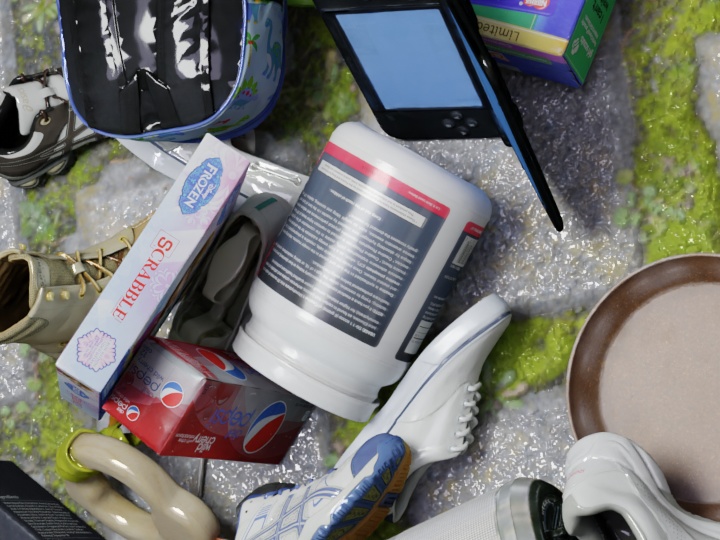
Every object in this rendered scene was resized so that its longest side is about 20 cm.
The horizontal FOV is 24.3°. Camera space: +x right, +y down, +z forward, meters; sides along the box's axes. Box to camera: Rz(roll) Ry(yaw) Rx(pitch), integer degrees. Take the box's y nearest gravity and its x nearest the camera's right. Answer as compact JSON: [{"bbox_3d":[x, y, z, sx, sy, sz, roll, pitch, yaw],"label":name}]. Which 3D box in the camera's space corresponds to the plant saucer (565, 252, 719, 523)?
[{"bbox_3d":[0.250,0.088,1.225,0.199,0.034,0.202,-3,82,23],"label":"plant saucer"}]

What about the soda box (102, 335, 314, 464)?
[{"bbox_3d":[-0.112,0.103,1.294,0.063,0.200,0.070,35,96,24],"label":"soda box"}]

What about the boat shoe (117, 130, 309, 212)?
[{"bbox_3d":[-0.112,-0.102,1.397,0.201,0.075,0.086,29,94,22],"label":"boat shoe"}]

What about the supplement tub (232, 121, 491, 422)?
[{"bbox_3d":[0.000,0.000,1.293,0.140,0.140,0.201,31,94,25],"label":"supplement tub"}]

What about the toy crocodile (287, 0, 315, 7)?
[{"bbox_3d":[-0.079,-0.254,1.417,0.199,0.062,0.068,-1,95,21],"label":"toy crocodile"}]

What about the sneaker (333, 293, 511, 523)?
[{"bbox_3d":[0.063,0.109,1.294,0.071,0.073,0.200,41,109,15],"label":"sneaker"}]

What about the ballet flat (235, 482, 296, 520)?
[{"bbox_3d":[-0.049,0.266,1.323,0.057,0.066,0.201,-29,65,31],"label":"ballet flat"}]

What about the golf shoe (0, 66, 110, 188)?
[{"bbox_3d":[-0.254,-0.147,1.457,0.200,0.094,0.078,-40,67,12],"label":"golf shoe"}]

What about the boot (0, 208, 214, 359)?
[{"bbox_3d":[-0.222,0.000,1.385,0.200,0.155,0.073,-38,69,14],"label":"boot"}]

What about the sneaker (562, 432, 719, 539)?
[{"bbox_3d":[0.212,0.209,1.162,0.200,0.099,0.078,38,128,0],"label":"sneaker"}]

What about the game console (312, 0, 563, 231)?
[{"bbox_3d":[0.056,-0.127,1.240,0.175,0.200,0.117,1,56,25],"label":"game console"}]

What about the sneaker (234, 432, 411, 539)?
[{"bbox_3d":[-0.049,0.187,1.262,0.200,0.075,0.088,-48,61,5],"label":"sneaker"}]

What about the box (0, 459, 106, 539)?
[{"bbox_3d":[-0.296,0.270,1.405,0.200,0.104,0.148,35,97,25],"label":"box"}]

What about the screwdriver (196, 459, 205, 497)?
[{"bbox_3d":[-0.128,0.090,1.399,0.028,0.029,0.201,4,83,25],"label":"screwdriver"}]

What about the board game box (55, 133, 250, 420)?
[{"bbox_3d":[-0.159,0.011,1.267,0.041,0.200,0.200,32,77,-2],"label":"board game box"}]

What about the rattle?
[{"bbox_3d":[-0.140,0.173,1.383,0.199,0.143,0.131,22,129,18],"label":"rattle"}]

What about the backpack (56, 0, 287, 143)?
[{"bbox_3d":[-0.142,-0.202,1.333,0.182,0.147,0.202,-3,88,22],"label":"backpack"}]

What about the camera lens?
[{"bbox_3d":[0.082,0.253,1.205,0.199,0.160,0.161,-27,72,18],"label":"camera lens"}]

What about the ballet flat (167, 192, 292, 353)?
[{"bbox_3d":[-0.117,0.027,1.343,0.069,0.069,0.201,36,110,25],"label":"ballet flat"}]

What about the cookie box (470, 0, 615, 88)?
[{"bbox_3d":[0.127,-0.264,1.303,0.170,0.075,0.201,19,84,26],"label":"cookie box"}]
